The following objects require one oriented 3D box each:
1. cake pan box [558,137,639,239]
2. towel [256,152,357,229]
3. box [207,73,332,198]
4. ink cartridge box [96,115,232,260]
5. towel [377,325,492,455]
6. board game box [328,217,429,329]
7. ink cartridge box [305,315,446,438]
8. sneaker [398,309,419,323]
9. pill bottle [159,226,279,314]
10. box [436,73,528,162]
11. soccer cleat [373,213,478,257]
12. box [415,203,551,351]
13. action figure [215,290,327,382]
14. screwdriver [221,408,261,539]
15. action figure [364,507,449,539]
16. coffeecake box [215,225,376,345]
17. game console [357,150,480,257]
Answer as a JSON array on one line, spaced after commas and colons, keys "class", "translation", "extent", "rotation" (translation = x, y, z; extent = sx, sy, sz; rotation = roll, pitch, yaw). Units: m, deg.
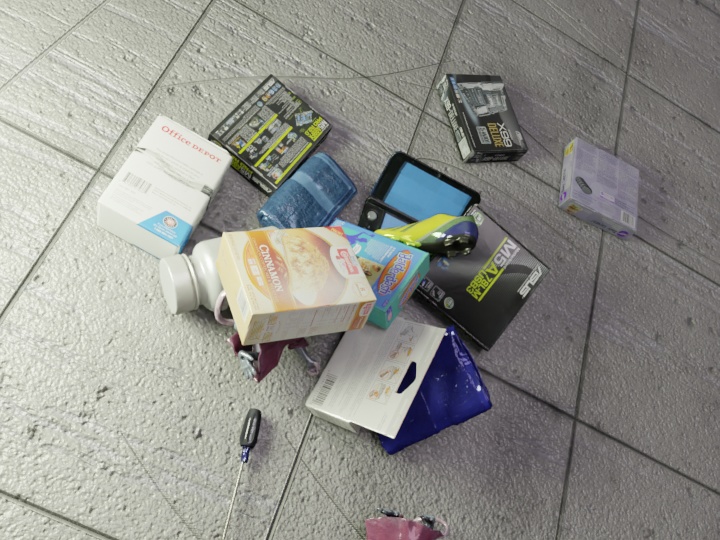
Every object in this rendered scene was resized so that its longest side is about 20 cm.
[{"class": "cake pan box", "translation": [0.558, -0.189, 1.574], "extent": [0.197, 0.052, 0.187], "rotation": [22, 62, -13]}, {"class": "towel", "translation": [-0.094, -0.125, 1.243], "extent": [0.112, 0.048, 0.201], "rotation": [48, 57, -12]}, {"class": "box", "translation": [-0.169, -0.255, 1.283], "extent": [0.159, 0.044, 0.201], "rotation": [38, 58, -4]}, {"class": "ink cartridge box", "translation": [-0.323, -0.135, 1.134], "extent": [0.143, 0.084, 0.202], "rotation": [29, 59, -9]}, {"class": "towel", "translation": [0.105, 0.201, 1.135], "extent": [0.198, 0.049, 0.150], "rotation": [-28, 71, 11]}, {"class": "board game box", "translation": [0.000, 0.000, 1.184], "extent": [0.198, 0.045, 0.153], "rotation": [22, 54, 26]}, {"class": "ink cartridge box", "translation": [0.030, 0.166, 1.104], "extent": [0.174, 0.045, 0.202], "rotation": [13, 60, 33]}, {"class": "sneaker", "translation": [0.096, 0.122, 1.206], "extent": [0.200, 0.081, 0.076], "rotation": [46, 59, 3]}, {"class": "pill bottle", "translation": [-0.216, 0.003, 1.101], "extent": [0.197, 0.114, 0.116], "rotation": [-15, 73, -28]}, {"class": "box", "translation": [0.271, -0.339, 1.513], "extent": [0.155, 0.050, 0.203], "rotation": [-6, 69, -26]}, {"class": "soccer cleat", "translation": [0.117, -0.066, 1.241], "extent": [0.196, 0.065, 0.085], "rotation": [-2, 52, 16]}, {"class": "box", "translation": [0.224, 0.013, 1.279], "extent": [0.192, 0.048, 0.201], "rotation": [40, 87, -3]}, {"class": "action figure", "translation": [-0.124, 0.093, 1.097], "extent": [0.149, 0.135, 0.199], "rotation": [41, 38, 20]}, {"class": "screwdriver", "translation": [-0.180, 0.309, 1.030], "extent": [0.029, 0.028, 0.203], "rotation": [32, 55, -41]}, {"class": "action figure", "translation": [0.049, 0.471, 1.035], "extent": [0.149, 0.132, 0.204], "rotation": [34, 61, -58]}, {"class": "coffeecake box", "translation": [-0.097, 0.017, 1.016], "extent": [0.197, 0.074, 0.155], "rotation": [-5, 51, -30]}, {"class": "game console", "translation": [0.108, -0.093, 1.288], "extent": [0.197, 0.118, 0.173], "rotation": [25, 59, -11]}]
